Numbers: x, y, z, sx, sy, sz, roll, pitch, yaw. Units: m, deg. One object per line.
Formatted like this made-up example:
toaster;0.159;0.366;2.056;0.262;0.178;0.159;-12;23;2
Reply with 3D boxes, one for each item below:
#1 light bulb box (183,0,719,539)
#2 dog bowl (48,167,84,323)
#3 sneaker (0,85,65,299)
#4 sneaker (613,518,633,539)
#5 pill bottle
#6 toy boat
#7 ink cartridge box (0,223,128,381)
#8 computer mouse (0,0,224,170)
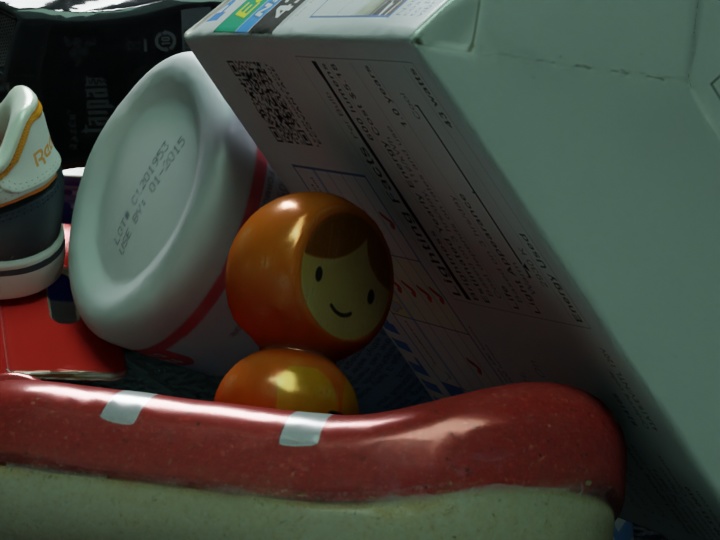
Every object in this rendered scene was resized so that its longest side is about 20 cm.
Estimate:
light bulb box;0.072;-0.032;0.790;0.125;0.199;0.200;-39;18;-14
dog bowl;-0.116;-0.052;1.090;0.198;0.079;0.201;4;30;-2
sneaker;-0.207;-0.039;0.917;0.198;0.080;0.079;0;31;-8
sneaker;0.047;0.106;0.854;0.071;0.073;0.200;15;30;19
pill bottle;0.000;0.000;0.938;0.199;0.109;0.109;20;20;-31
toy boat;-0.019;0.041;0.740;0.198;0.132;0.131;5;-14;17
ink cartridge box;-0.191;0.038;0.933;0.198;0.068;0.116;-1;31;-12
computer mouse;-0.113;-0.101;0.962;0.198;0.142;0.046;-7;21;0
